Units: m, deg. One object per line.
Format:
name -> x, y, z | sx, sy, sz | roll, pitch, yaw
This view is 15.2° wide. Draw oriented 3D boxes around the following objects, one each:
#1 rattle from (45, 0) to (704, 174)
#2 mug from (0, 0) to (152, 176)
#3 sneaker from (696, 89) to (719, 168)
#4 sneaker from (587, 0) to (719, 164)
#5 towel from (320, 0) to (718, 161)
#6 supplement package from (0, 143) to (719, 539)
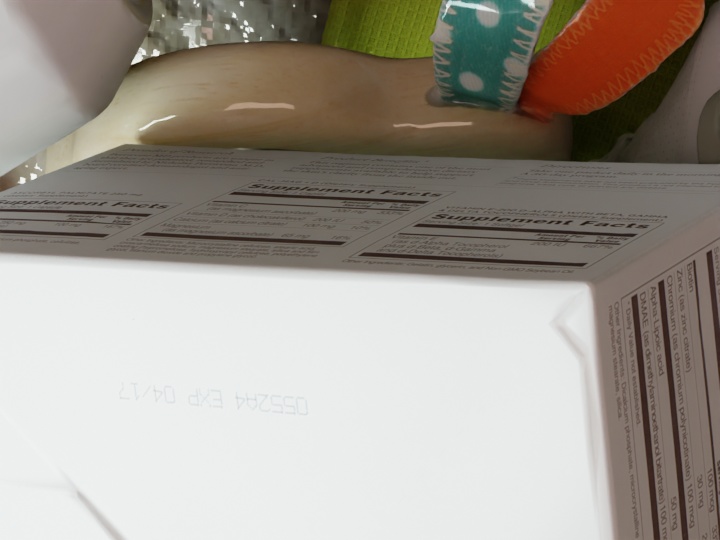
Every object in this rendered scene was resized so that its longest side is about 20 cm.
rattle -> 0.000, 0.000, 0.735 | 0.200, 0.143, 0.130 | -9, 140, 38
mug -> -0.142, -0.080, 0.728 | 0.153, 0.187, 0.150 | -24, 116, 7
sneaker -> 0.187, -0.023, 0.662 | 0.199, 0.075, 0.106 | 17, 149, -21
sneaker -> 0.070, 0.003, 0.766 | 0.080, 0.070, 0.201 | 26, 126, 12
towel -> 0.084, -0.050, 0.783 | 0.199, 0.018, 0.086 | 21, 114, 11
supplement package -> -0.001, 0.058, 0.655 | 0.199, 0.111, 0.156 | 3, 107, 33
